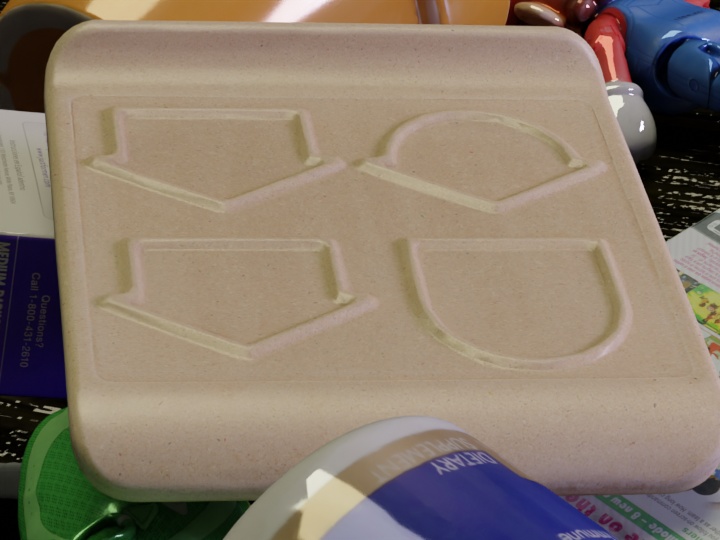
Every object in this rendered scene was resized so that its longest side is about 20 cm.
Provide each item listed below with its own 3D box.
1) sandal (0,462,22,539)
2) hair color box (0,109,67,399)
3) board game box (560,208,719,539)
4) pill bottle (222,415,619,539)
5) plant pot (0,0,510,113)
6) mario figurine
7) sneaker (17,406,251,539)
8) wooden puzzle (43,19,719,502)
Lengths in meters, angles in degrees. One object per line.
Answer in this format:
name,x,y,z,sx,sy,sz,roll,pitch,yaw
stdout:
sandal,-0.059,0.101,0.822,0.199,0.076,0.043,5,50,25
hair color box,-0.049,-0.002,0.920,0.198,0.065,0.109,3,24,-14
board game box,0.137,0.049,0.829,0.199,0.065,0.147,-29,40,-26
pill bottle,0.056,0.129,0.614,0.200,0.116,0.115,34,41,31
plant pot,-0.063,-0.114,1.217,0.199,0.201,0.183,12,43,36
mario figurine,0.137,-0.092,1.276,0.199,0.106,0.123,29,3,39
sneaker,-0.062,0.100,0.727,0.074,0.084,0.201,-22,42,6
wooden puzzle,0.000,0.000,0.815,0.184,0.047,0.201,0,40,-9
